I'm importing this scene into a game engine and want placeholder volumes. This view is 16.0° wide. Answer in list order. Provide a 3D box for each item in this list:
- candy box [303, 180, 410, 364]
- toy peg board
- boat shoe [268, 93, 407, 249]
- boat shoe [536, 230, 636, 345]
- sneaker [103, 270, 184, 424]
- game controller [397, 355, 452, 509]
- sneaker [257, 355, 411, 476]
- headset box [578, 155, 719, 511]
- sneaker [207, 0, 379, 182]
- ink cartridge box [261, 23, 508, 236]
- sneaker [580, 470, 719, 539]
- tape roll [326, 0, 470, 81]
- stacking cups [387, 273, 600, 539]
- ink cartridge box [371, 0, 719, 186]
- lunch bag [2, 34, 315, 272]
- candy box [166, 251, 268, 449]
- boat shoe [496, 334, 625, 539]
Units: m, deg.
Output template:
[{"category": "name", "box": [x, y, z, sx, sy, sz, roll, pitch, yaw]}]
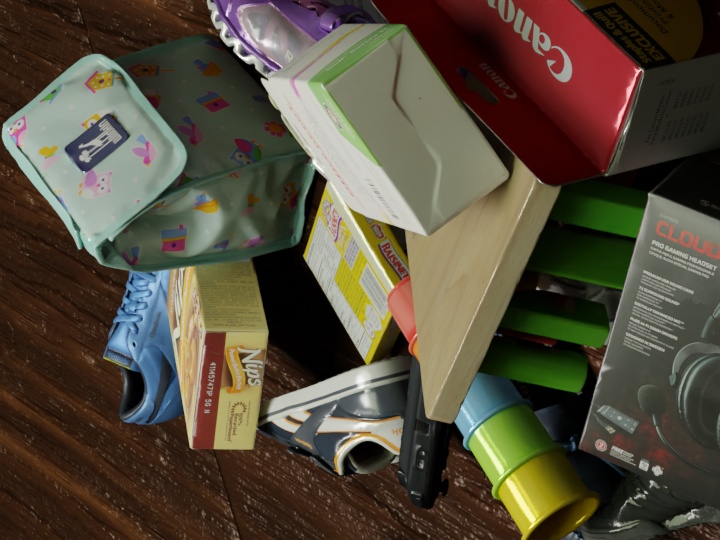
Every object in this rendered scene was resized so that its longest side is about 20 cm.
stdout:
[{"category": "candy box", "box": [0.000, 0.000, 1.879, 0.102, 0.026, 0.200, 62, 167, 11]}, {"category": "toy peg board", "box": [0.111, -0.032, 1.630, 0.199, 0.098, 0.200, -95, 22, -51]}, {"category": "boat shoe", "box": [-0.018, -0.104, 1.898, 0.201, 0.073, 0.063, 51, 144, 17]}, {"category": "boat shoe", "box": [0.158, 0.007, 1.672, 0.200, 0.073, 0.066, 4, 110, 55]}, {"category": "sneaker", "box": [-0.179, 0.039, 2.191, 0.066, 0.078, 0.201, 28, 124, 51]}, {"category": "game controller", "box": [0.061, 0.071, 1.832, 0.042, 0.104, 0.200, 16, 125, 12]}, {"category": "sneaker", "box": [-0.019, 0.122, 1.982, 0.200, 0.078, 0.080, -21, 84, 58]}, {"category": "headset box", "box": [0.230, 0.038, 1.513, 0.149, 0.077, 0.200, 24, 121, 19]}, {"category": "sneaker", "box": [-0.026, -0.155, 1.734, 0.200, 0.080, 0.089, 54, 137, 20]}, {"category": "ink cartridge box", "box": [0.010, -0.092, 1.609, 0.117, 0.067, 0.200, 55, 172, -13]}, {"category": "sneaker", "box": [0.208, 0.111, 1.637, 0.200, 0.060, 0.104, -18, 97, 43]}, {"category": "tape roll", "box": [0.041, -0.189, 1.760, 0.200, 0.085, 0.201, 29, 127, 48]}, {"category": "stacking cups", "box": [0.084, 0.084, 1.689, 0.200, 0.060, 0.061, 60, 144, 24]}, {"category": "ink cartridge box", "box": [0.133, -0.153, 1.550, 0.200, 0.175, 0.084, 48, 139, 34]}, {"category": "lunch bag", "box": [-0.160, -0.085, 1.998, 0.170, 0.200, 0.122, 49, 140, 35]}, {"category": "candy box", "box": [-0.116, 0.038, 2.044, 0.200, 0.055, 0.116, -107, 22, -55]}, {"category": "boat shoe", "box": [0.126, 0.108, 1.750, 0.200, 0.084, 0.069, 57, 157, 22]}]
